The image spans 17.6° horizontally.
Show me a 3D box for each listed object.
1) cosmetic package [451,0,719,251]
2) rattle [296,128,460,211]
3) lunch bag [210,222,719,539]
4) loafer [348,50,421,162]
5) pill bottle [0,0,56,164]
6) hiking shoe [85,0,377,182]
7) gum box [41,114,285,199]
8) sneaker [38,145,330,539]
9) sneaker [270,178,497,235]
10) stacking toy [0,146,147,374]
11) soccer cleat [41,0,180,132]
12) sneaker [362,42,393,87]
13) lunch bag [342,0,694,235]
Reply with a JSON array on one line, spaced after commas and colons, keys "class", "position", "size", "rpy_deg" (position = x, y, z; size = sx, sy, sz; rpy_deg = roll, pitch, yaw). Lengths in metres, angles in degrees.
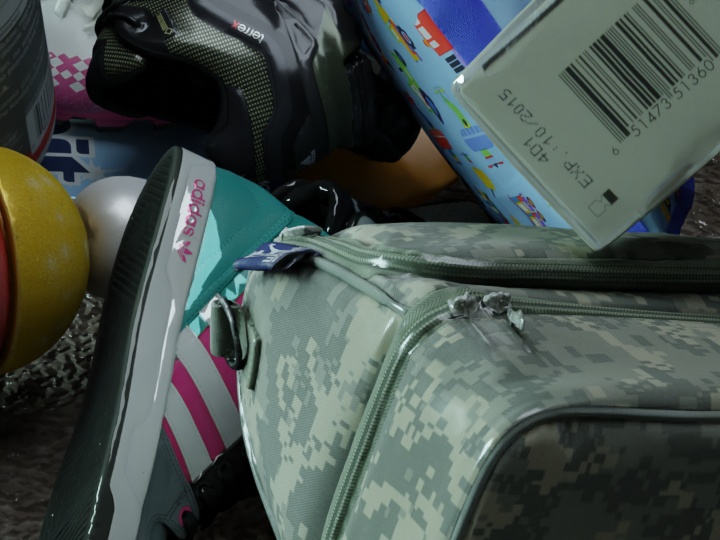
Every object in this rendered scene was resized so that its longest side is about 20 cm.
[{"class": "cosmetic package", "position": [0.106, -0.086, 0.773], "size": [0.071, 0.105, 0.200], "rpy_deg": [47, 20, -1]}, {"class": "rattle", "position": [0.075, -0.068, 1.121], "size": [0.130, 0.143, 0.200], "rpy_deg": [45, 21, -1]}, {"class": "lunch bag", "position": [0.066, 0.054, 0.743], "size": [0.198, 0.140, 0.168], "rpy_deg": [2, 27, -27]}, {"class": "loafer", "position": [-0.035, -0.123, 1.048], "size": [0.070, 0.068, 0.200], "rpy_deg": [-45, 56, -2]}, {"class": "pill bottle", "position": [-0.181, -0.116, 0.885], "size": [0.113, 0.201, 0.115], "rpy_deg": [0, 55, 0]}, {"class": "hiking shoe", "position": [-0.079, -0.116, 0.963], "size": [0.100, 0.076, 0.200], "rpy_deg": [-29, 64, -20]}, {"class": "gum box", "position": [-0.139, -0.059, 1.046], "size": [0.198, 0.045, 0.170], "rpy_deg": [1, 33, -10]}, {"class": "sneaker", "position": [-0.040, 0.066, 0.818], "size": [0.120, 0.084, 0.202], "rpy_deg": [20, 66, -17]}, {"class": "sneaker", "position": [0.000, 0.000, 0.945], "size": [0.075, 0.088, 0.199], "rpy_deg": [27, 36, 30]}, {"class": "stacking toy", "position": [-0.151, 0.000, 0.868], "size": [0.198, 0.147, 0.146], "rpy_deg": [-6, 35, -30]}, {"class": "soccer cleat", "position": [-0.150, -0.120, 1.014], "size": [0.198, 0.087, 0.070], "rpy_deg": [13, 32, 7]}, {"class": "sneaker", "position": [-0.005, -0.136, 1.173], "size": [0.198, 0.076, 0.087], "rpy_deg": [7, 27, -2]}, {"class": "lunch bag", "position": [0.058, -0.072, 0.897], "size": [0.094, 0.151, 0.200], "rpy_deg": [-35, 8, 10]}]
